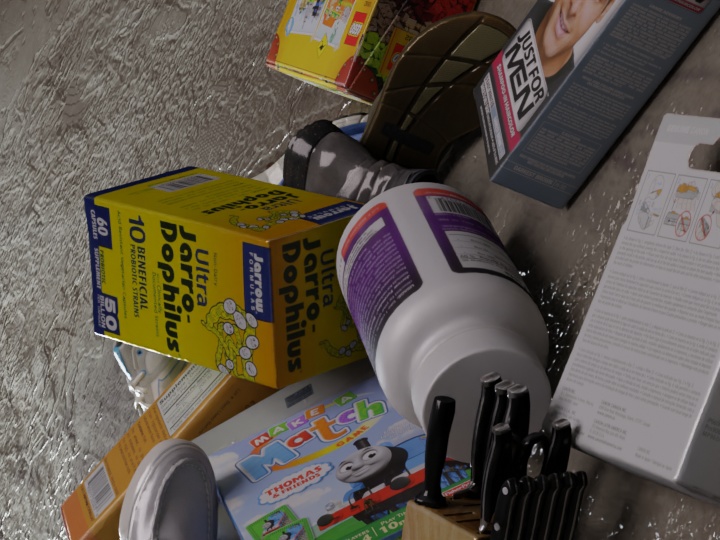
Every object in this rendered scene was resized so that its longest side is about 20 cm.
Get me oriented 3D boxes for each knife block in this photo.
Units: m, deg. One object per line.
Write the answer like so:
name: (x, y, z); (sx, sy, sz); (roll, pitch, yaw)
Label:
knife block: (0.059, 0.166, 1.316); (0.200, 0.064, 0.176); (-46, 54, 45)

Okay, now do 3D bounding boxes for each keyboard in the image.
keyboard: (-0.042, 0.095, 1.616); (0.200, 0.011, 0.056); (-30, 26, 7)

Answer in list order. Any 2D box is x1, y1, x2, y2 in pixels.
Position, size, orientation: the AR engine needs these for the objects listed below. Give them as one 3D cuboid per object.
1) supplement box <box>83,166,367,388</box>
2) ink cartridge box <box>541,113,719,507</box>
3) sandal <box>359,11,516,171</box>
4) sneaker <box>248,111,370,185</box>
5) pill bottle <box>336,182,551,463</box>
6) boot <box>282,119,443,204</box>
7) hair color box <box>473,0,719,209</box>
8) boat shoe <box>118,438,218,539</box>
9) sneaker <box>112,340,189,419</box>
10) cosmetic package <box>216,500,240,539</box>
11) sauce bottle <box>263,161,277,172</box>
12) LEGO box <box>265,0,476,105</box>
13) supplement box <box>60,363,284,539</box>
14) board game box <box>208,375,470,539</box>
supplement box: (-0.092, 0.001, 1.618); (0.200, 0.109, 0.109); (13, 113, 42)
ink cartridge box: (0.187, 0.019, 1.256); (0.201, 0.057, 0.162); (-65, 22, -3)
sandal: (0.049, -0.118, 1.652); (0.200, 0.080, 0.054); (-57, 9, 39)
sneaker: (-0.031, -0.050, 1.749); (0.200, 0.078, 0.089); (-35, 75, 20)
pill bottle: (0.056, 0.035, 1.447); (0.112, 0.111, 0.200); (-61, 24, 20)
boot: (0.000, 0.000, 1.644); (0.131, 0.070, 0.201); (31, 136, 37)
hair color box: (0.152, -0.147, 1.446); (0.200, 0.060, 0.099); (-54, 27, 33)
boat shoe: (-0.123, 0.211, 1.479); (0.068, 0.072, 0.201); (-1, 73, 56)
sneaker: (-0.158, 0.090, 1.772); (0.075, 0.086, 0.201); (-11, 67, 60)
cosmetic package: (-0.063, 0.228, 1.558); (0.081, 0.112, 0.200); (-70, 24, 9)
sauce bottle: (-0.072, 0.014, 1.814); (0.065, 0.065, 0.201); (-15, 57, 63)
LEGO box: (0.012, -0.208, 1.788); (0.149, 0.077, 0.200); (-69, 23, 3)
supplement box: (-0.134, 0.138, 1.692); (0.200, 0.066, 0.069); (-46, 31, 11)
board game box: (-0.010, 0.145, 1.488); (0.151, 0.037, 0.200); (-25, 24, -7)
